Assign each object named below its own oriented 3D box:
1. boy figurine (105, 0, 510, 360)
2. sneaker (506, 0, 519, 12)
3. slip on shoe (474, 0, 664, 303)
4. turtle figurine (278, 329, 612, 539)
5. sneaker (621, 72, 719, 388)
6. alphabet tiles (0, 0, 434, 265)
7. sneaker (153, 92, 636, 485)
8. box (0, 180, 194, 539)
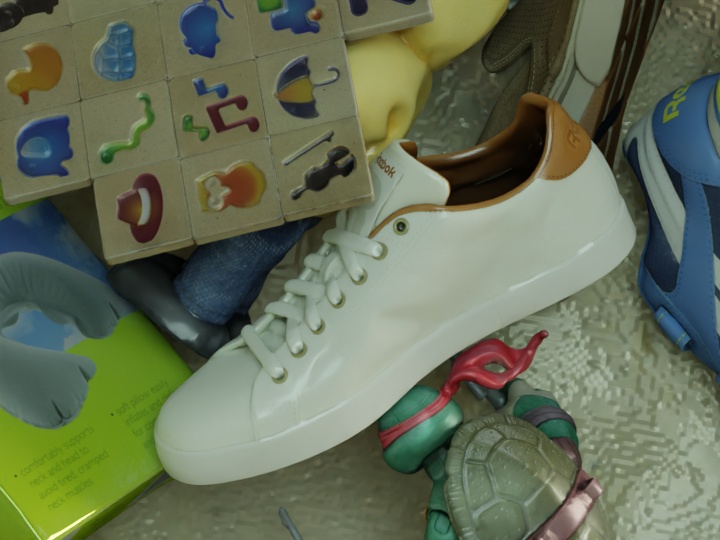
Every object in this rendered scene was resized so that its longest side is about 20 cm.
[{"bbox_3d":[-0.015,-0.058,1.039,0.064,0.124,0.200,37,103,6],"label":"boy figurine"},{"bbox_3d":[0.076,-0.137,1.122,0.200,0.115,0.076,12,44,-35],"label":"sneaker"},{"bbox_3d":[0.077,-0.084,1.065,0.061,0.200,0.076,20,31,16],"label":"slip on shoe"},{"bbox_3d":[0.052,0.107,1.035,0.150,0.101,0.200,-41,93,-24],"label":"turtle figurine"},{"bbox_3d":[0.163,0.015,1.095,0.074,0.082,0.200,-18,92,-44],"label":"sneaker"},{"bbox_3d":[-0.059,-0.102,1.009,0.167,0.008,0.200,-13,64,5],"label":"alphabet tiles"},{"bbox_3d":[0.000,0.000,1.011,0.200,0.073,0.085,-32,121,-8],"label":"sneaker"},{"bbox_3d":[-0.154,0.014,1.034,0.200,0.048,0.122,49,40,6],"label":"box"}]
